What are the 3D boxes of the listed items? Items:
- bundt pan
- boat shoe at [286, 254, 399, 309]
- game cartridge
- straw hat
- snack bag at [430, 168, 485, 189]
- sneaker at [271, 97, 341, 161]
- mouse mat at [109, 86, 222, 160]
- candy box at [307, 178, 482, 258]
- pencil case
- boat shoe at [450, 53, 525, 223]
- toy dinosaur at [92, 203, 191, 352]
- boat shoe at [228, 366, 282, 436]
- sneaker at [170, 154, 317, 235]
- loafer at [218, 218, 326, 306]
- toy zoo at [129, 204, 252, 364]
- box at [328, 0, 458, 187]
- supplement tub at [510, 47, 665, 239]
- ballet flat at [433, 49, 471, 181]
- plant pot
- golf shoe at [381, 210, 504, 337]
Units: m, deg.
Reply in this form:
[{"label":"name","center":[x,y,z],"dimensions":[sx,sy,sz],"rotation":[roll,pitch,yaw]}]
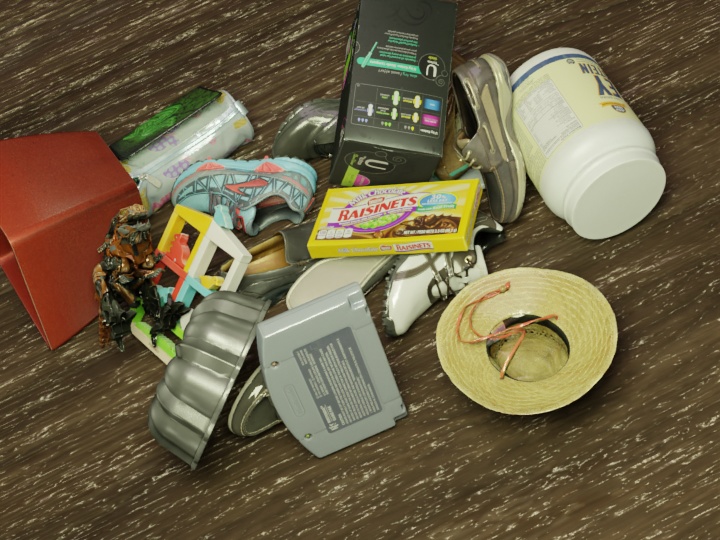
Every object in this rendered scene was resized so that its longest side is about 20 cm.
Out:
[{"label":"bundt pan","center":[-0.171,0.108,1.235],"dimensions":[0.075,0.202,0.204],"rotation":[25,61,-2]},{"label":"boat shoe","center":[0.000,0.000,1.373],"dimensions":[0.199,0.057,0.067],"rotation":[-37,66,-7]},{"label":"game cartridge","center":[-0.034,0.111,1.202],"dimensions":[0.131,0.202,0.041],"rotation":[-25,40,-6]},{"label":"straw hat","center":[0.185,0.095,1.226],"dimensions":[0.197,0.086,0.203],"rotation":[-10,48,11]},{"label":"snack bag","center":[0.084,-0.157,1.477],"dimensions":[0.186,0.022,0.202],"rotation":[-18,53,3]},{"label":"sneaker","center":[-0.023,-0.182,1.472],"dimensions":[0.198,0.076,0.092],"rotation":[-27,62,2]},{"label":"mouse mat","center":[-0.271,-0.205,1.547],"dimensions":[0.160,0.008,0.200],"rotation":[-36,18,-9]},{"label":"candy box","center":[0.040,-0.062,1.335],"dimensions":[0.197,0.027,0.103],"rotation":[-3,43,23]},{"label":"pencil case","center":[-0.239,-0.160,1.521],"dimensions":[0.199,0.091,0.083],"rotation":[-37,79,-15]},{"label":"boat shoe","center":[0.145,-0.154,1.351],"dimensions":[0.072,0.204,0.074],"rotation":[-12,7,-15]},{"label":"toy dinosaur","center":[-0.277,0.017,1.353],"dimensions":[0.101,0.201,0.136],"rotation":[-23,58,-21]},{"label":"boat shoe","center":[-0.064,0.119,1.279],"dimensions":[0.057,0.067,0.200],"rotation":[30,63,38]},{"label":"sneaker","center":[-0.156,-0.092,1.460],"dimensions":[0.196,0.080,0.097],"rotation":[-6,55,11]},{"label":"loafer","center":[-0.084,-0.020,1.391],"dimensions":[0.199,0.073,0.073],"rotation":[-34,53,-11]},{"label":"toy zoo","center":[-0.206,0.012,1.365],"dimensions":[0.131,0.020,0.202],"rotation":[34,103,33]},{"label":"box","center":[0.038,-0.213,1.375],"dimensions":[0.122,0.149,0.204],"rotation":[8,73,-6]},{"label":"supplement tub","center":[0.262,-0.152,1.346],"dimensions":[0.143,0.146,0.202],"rotation":[-23,52,-3]},{"label":"ballet flat","center":[0.133,-0.204,1.433],"dimensions":[0.072,0.068,0.203],"rotation":[-15,50,37]},{"label":"plant pot","center":[-0.375,-0.061,1.435],"dimensions":[0.175,0.202,0.200],"rotation":[-28,52,-20]},{"label":"golf shoe","center":[0.097,0.001,1.324],"dimensions":[0.093,0.078,0.201],"rotation":[21,64,27]}]
